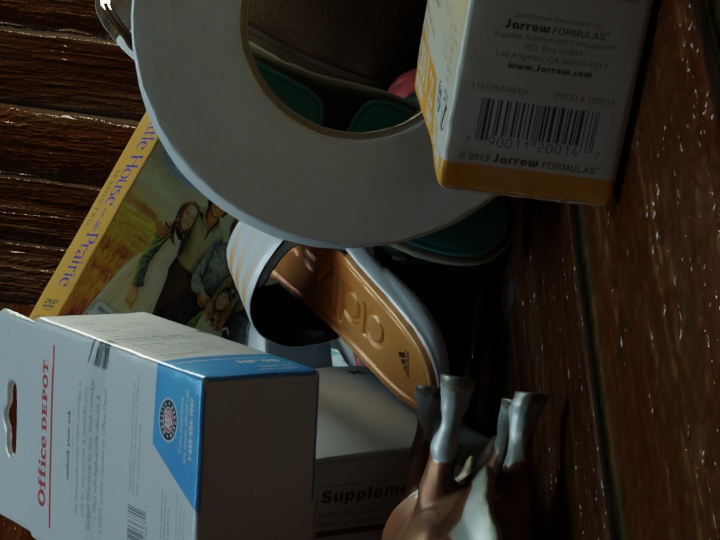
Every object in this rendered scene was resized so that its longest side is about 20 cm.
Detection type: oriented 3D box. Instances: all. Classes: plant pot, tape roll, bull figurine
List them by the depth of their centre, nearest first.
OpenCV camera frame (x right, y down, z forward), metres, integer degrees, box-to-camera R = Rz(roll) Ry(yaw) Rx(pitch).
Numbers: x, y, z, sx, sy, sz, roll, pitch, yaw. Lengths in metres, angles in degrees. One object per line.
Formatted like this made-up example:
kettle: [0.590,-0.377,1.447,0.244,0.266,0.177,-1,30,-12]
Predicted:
bull figurine: [0.046,0.109,0.819,0.200,0.065,0.121,151,129,-81]
tape roll: [-0.004,-0.109,0.888,0.071,0.202,0.203,172,105,-84]
plant pot: [-0.017,-0.191,1.085,0.198,0.200,0.200,-60,14,21]

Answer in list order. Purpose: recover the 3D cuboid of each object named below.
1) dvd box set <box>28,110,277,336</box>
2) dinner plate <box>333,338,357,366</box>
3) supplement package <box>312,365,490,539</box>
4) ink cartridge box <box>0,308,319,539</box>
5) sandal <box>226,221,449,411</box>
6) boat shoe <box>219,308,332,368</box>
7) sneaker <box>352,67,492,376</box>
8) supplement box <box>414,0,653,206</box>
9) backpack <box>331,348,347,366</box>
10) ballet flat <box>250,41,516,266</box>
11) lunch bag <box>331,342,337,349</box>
dvd box set: [-0.097,-0.012,1.153,0.029,0.146,0.200,6,60,45]
dinner plate: [0.000,0.000,1.165,0.200,0.024,0.200,-14,-90,-74]
supplement package: [-0.023,0.163,0.997,0.117,0.117,0.200,27,114,51]
ink cartridge box: [-0.105,0.086,0.945,0.200,0.067,0.116,15,105,52]
sandal: [-0.027,0.010,1.012,0.207,0.059,0.079,43,142,47]
boat shoe: [-0.055,0.116,1.110,0.066,0.070,0.200,-6,88,46]
sneaker: [0.035,-0.004,1.027,0.098,0.071,0.201,-112,27,-75]
supplement box: [0.074,-0.142,0.764,0.126,0.073,0.200,-97,15,-67]
backpack: [-0.040,0.142,1.252,0.200,0.147,0.183,-91,11,-70]
ballet flat: [-0.015,-0.065,0.955,0.069,0.200,0.069,-59,5,8]
lunch bag: [-0.063,0.119,1.445,0.127,0.200,0.170,40,132,35]
